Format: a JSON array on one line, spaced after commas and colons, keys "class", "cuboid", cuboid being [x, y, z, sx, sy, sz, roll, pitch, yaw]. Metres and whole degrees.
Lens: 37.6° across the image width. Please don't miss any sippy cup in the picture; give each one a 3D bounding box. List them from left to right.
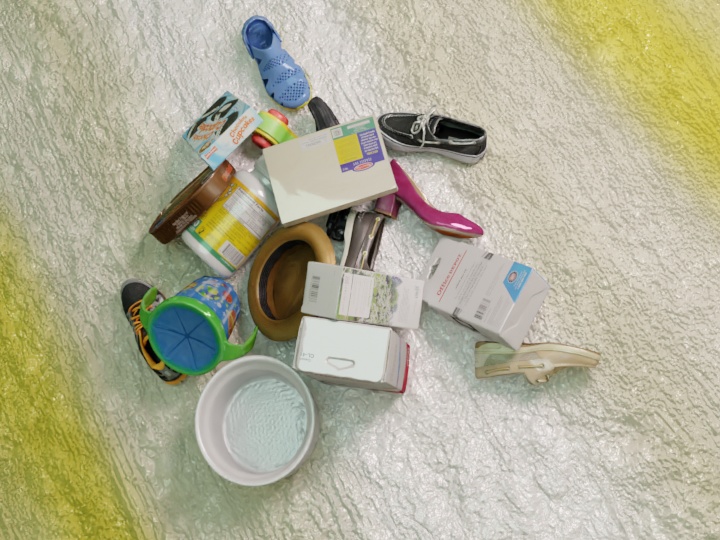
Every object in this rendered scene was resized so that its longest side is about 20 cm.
[{"class": "sippy cup", "cuboid": [-0.261, 0.079, 1.728, 0.139, 0.131, 0.179, -34, 103, 29]}]

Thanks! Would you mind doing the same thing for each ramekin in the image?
[{"class": "ramekin", "cuboid": [-0.158, 0.244, 1.698, 0.196, 0.098, 0.205, -2, 77, 10]}]

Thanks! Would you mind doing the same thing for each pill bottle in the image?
[{"class": "pill bottle", "cuboid": [-0.198, -0.095, 1.777, 0.112, 0.113, 0.201, 41, 88, 17]}]

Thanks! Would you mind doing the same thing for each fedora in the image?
[{"class": "fedora", "cuboid": [-0.098, 0.022, 1.731, 0.198, 0.081, 0.205, -10, 74, 38]}]

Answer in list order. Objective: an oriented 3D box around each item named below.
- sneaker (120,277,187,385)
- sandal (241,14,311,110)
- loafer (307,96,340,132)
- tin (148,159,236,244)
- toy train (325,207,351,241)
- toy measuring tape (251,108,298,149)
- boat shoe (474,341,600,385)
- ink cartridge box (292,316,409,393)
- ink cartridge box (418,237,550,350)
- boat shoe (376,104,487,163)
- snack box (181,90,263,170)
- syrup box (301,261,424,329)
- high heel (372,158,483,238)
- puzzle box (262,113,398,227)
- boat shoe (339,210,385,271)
[{"class": "sneaker", "cuboid": [-0.352, 0.095, 1.782, 0.078, 0.077, 0.202, -34, 71, 3]}, {"class": "sandal", "cuboid": [-0.154, -0.368, 1.849, 0.079, 0.087, 0.202, -34, 75, -1]}, {"class": "loafer", "cuboid": [-0.052, -0.202, 1.773, 0.069, 0.068, 0.203, -26, 67, 3]}, {"class": "tin", "cuboid": [-0.282, -0.117, 1.780, 0.199, 0.042, 0.113, -35, 25, 35]}, {"class": "toy train", "cuboid": [-0.015, -0.147, 1.797, 0.045, 0.034, 0.203, 15, 80, 24]}, {"class": "toy measuring tape", "cuboid": [-0.126, -0.223, 1.816, 0.198, 0.074, 0.074, 31, 84, 16]}, {"class": "boat shoe", "cuboid": [0.275, 0.147, 1.653, 0.196, 0.072, 0.066, 1, 83, 16]}, {"class": "ink cartridge box", "cuboid": [-0.008, 0.134, 1.640, 0.144, 0.200, 0.087, 7, 78, 12]}, {"class": "ink cartridge box", "cuboid": [0.187, 0.033, 1.672, 0.199, 0.066, 0.117, 24, 82, 46]}, {"class": "boat shoe", "cuboid": [0.115, -0.234, 1.764, 0.196, 0.068, 0.074, 20, 65, 13]}, {"class": "snack box", "cuboid": [-0.236, -0.240, 1.789, 0.116, 0.200, 0.037, -45, 115, -2]}, {"class": "syrup box", "cuboid": [0.007, 0.040, 1.646, 0.080, 0.198, 0.080, 8, 89, 42]}, {"class": "high heel", "cuboid": [0.120, -0.117, 1.748, 0.197, 0.067, 0.098, 17, 85, 25]}, {"class": "puzzle box", "cuboid": [-0.049, -0.161, 1.713, 0.196, 0.025, 0.135, -16, 74, 2]}, {"class": "boat shoe", "cuboid": [0.000, 0.000, 1.738, 0.059, 0.072, 0.205, 4, 75, 16]}]
